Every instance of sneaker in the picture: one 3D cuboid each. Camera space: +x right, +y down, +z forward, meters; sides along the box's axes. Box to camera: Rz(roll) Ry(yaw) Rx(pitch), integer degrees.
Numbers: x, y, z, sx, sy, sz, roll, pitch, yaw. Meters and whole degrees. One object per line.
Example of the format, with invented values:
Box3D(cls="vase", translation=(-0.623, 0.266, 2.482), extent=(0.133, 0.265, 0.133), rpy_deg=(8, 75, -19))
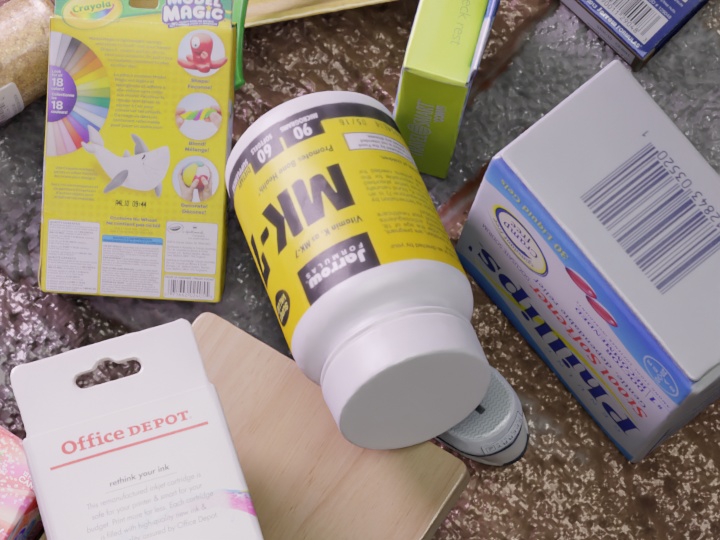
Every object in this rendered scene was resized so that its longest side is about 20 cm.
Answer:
Box3D(cls="sneaker", translation=(0.027, 0.055, 1.581), extent=(0.073, 0.071, 0.200), rpy_deg=(-39, 59, -8))

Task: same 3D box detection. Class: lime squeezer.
Box3D(cls="lime squeezer", translation=(-0.102, -0.215, 1.621), extent=(0.071, 0.038, 0.200), rpy_deg=(-35, 78, 20))

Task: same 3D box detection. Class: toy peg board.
Box3D(cls="toy peg board", translation=(-0.063, 0.167, 1.542), extent=(0.199, 0.098, 0.200), rpy_deg=(29, 74, 21))

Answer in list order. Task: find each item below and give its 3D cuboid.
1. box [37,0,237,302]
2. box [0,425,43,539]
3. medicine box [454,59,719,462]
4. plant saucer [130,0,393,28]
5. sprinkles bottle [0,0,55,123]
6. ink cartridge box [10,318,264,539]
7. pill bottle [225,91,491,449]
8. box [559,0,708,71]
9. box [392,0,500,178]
Box3D(cls="box", translation=(-0.138, -0.084, 1.578), extent=(0.117, 0.048, 0.200), rpy_deg=(4, 101, 0))
Box3D(cls="box", translation=(-0.287, 0.111, 1.529), extent=(0.200, 0.095, 0.103), rpy_deg=(33, 74, 6))
Box3D(cls="medicine box", translation=(0.161, 0.000, 1.533), extent=(0.103, 0.200, 0.182), rpy_deg=(-37, 80, -15))
Box3D(cls="plant saucer", translation=(-0.074, -0.247, 1.667), extent=(0.200, 0.048, 0.200), rpy_deg=(-11, 75, -7))
Box3D(cls="sprinkles bottle", translation=(-0.273, -0.104, 1.604), extent=(0.200, 0.068, 0.068), rpy_deg=(-32, 79, -12))
Box3D(cls="ink cartridge box", translation=(-0.121, 0.141, 1.447), extent=(0.117, 0.067, 0.200), rpy_deg=(-16, 74, -8))
Box3D(cls="pill bottle", translation=(0.000, 0.000, 1.510), extent=(0.114, 0.114, 0.200), rpy_deg=(-18, 55, -8))
Box3D(cls="box", translation=(0.210, -0.242, 1.691), extent=(0.121, 0.032, 0.200), rpy_deg=(44, 78, 8))
Box3D(cls="box", translation=(0.056, -0.146, 1.568), extent=(0.048, 0.200, 0.122), rpy_deg=(15, 74, 1))
